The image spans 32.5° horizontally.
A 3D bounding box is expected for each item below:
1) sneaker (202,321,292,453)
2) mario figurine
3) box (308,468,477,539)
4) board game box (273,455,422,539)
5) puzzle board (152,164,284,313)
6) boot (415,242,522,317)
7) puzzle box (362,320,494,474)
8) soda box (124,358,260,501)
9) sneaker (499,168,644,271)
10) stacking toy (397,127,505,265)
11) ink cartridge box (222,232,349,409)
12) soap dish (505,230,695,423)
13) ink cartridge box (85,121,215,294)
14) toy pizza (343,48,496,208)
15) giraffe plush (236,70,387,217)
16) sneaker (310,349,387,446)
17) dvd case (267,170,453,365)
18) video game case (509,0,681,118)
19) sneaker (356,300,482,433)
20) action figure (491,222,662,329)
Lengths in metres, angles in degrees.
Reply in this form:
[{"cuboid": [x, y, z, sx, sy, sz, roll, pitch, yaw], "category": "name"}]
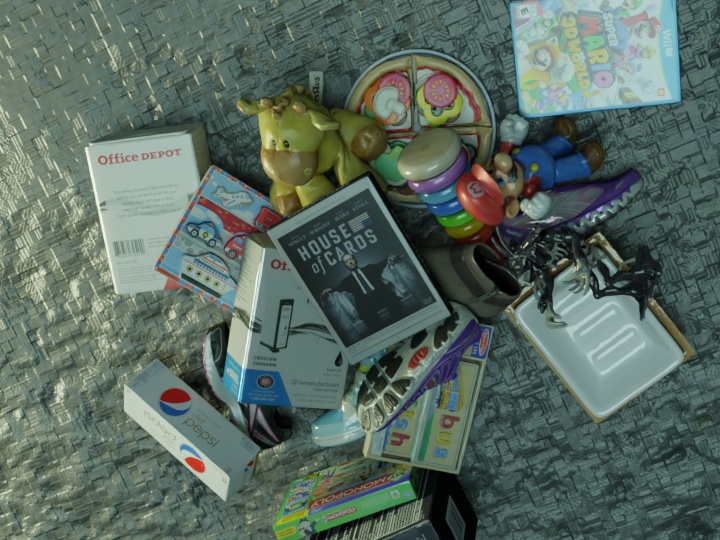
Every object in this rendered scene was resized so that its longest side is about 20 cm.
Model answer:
[{"cuboid": [-0.148, 0.153, 1.674, 0.085, 0.081, 0.202, -16, 115, 8], "category": "sneaker"}, {"cuboid": [0.198, -0.126, 1.461, 0.198, 0.123, 0.107, -27, 108, -27], "category": "mario figurine"}, {"cuboid": [0.041, 0.366, 1.634, 0.196, 0.200, 0.124, -25, 102, 16], "category": "box"}, {"cuboid": [-0.012, 0.293, 1.654, 0.198, 0.135, 0.029, -21, 102, 14], "category": "board game box"}, {"cuboid": [-0.145, -0.021, 1.586, 0.199, 0.017, 0.152, 30, 91, -23], "category": "puzzle board"}, {"cuboid": [0.100, -0.008, 1.522, 0.199, 0.071, 0.146, 31, 153, -24], "category": "boot"}, {"cuboid": [0.087, 0.154, 1.591, 0.131, 0.025, 0.203, 11, 97, -12], "category": "puzzle box"}, {"cuboid": [-0.228, 0.213, 1.660, 0.199, 0.064, 0.069, 38, 144, 18], "category": "soda box"}, {"cuboid": [0.254, -0.081, 1.536, 0.198, 0.080, 0.089, -30, 81, 13], "category": "sneaker"}, {"cuboid": [0.122, -0.075, 1.538, 0.084, 0.086, 0.201, -22, 123, 14], "category": "stacking toy"}, {"cuboid": [-0.085, 0.065, 1.574, 0.144, 0.084, 0.203, 5, 101, -21], "category": "ink cartridge box"}, {"cuboid": [0.301, 0.069, 1.565, 0.157, 0.081, 0.201, -38, 97, 17], "category": "soap dish"}, {"cuboid": [-0.261, -0.083, 1.611, 0.144, 0.083, 0.203, -5, 106, 10], "category": "ink cartridge box"}, {"cuboid": [0.072, -0.176, 1.556, 0.197, 0.032, 0.203, 3, 107, 8], "category": "toy pizza"}, {"cuboid": [-0.065, -0.155, 1.487, 0.170, 0.162, 0.203, -17, 85, 14], "category": "giraffe plush"}, {"cuboid": [0.004, 0.143, 1.639, 0.198, 0.080, 0.132, -26, 103, 6], "category": "sneaker"}, {"cuboid": [0.000, 0.000, 1.489, 0.149, 0.025, 0.201, -27, 106, 20], "category": "dvd case"}, {"cuboid": [0.286, -0.266, 1.502, 0.197, 0.018, 0.145, -5, 105, 10], "category": "video game case"}, {"cuboid": [0.077, 0.132, 1.536, 0.200, 0.081, 0.083, -45, 130, 10], "category": "sneaker"}, {"cuboid": [0.249, 0.005, 1.453, 0.197, 0.103, 0.119, 11, 153, 1], "category": "action figure"}]
